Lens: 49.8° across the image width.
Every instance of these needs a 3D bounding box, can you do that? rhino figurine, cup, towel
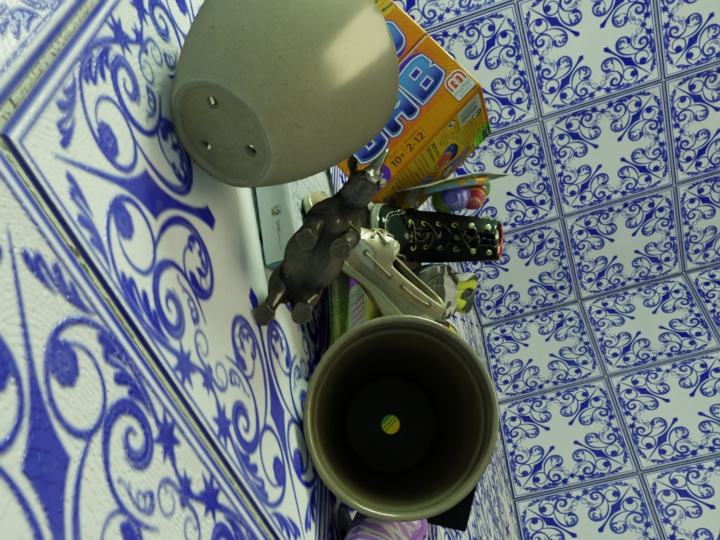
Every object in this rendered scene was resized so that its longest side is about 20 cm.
[{"bbox_3d":[-0.030,-0.035,0.743,0.059,0.201,0.088,32,19,-5],"label":"rhino figurine"},{"bbox_3d":[-0.083,-0.155,0.677,0.144,0.197,0.202,-54,134,-41],"label":"cup"},{"bbox_3d":[-0.006,0.043,0.959,0.200,0.022,0.146,-41,133,-68],"label":"towel"}]

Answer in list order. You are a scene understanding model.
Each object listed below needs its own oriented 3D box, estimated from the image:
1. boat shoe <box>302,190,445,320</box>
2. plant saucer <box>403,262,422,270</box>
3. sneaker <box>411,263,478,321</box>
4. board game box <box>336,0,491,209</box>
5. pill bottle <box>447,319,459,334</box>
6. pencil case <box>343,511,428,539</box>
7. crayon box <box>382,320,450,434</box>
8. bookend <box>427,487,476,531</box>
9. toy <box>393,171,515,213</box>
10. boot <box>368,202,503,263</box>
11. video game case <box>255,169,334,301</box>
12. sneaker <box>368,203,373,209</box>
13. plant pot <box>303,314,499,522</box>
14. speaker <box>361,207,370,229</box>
[{"bbox_3d":[0.016,-0.016,0.860,0.201,0.065,0.072,50,16,-7],"label":"boat shoe"},{"bbox_3d":[0.088,-0.028,1.311,0.200,0.035,0.204,-12,90,-84],"label":"plant saucer"},{"bbox_3d":[0.097,0.029,1.084,0.199,0.083,0.076,13,87,-62],"label":"sneaker"},{"bbox_3d":[0.039,-0.215,1.079,0.200,0.200,0.200,46,5,14],"label":"board game box"},{"bbox_3d":[0.132,0.180,1.412,0.201,0.112,0.116,-86,157,-60],"label":"pill bottle"},{"bbox_3d":[0.018,0.294,0.774,0.200,0.084,0.085,-43,119,-78],"label":"pencil case"},{"bbox_3d":[0.064,0.147,1.065,0.200,0.057,0.175,18,90,-77],"label":"crayon box"},{"bbox_3d":[0.140,0.255,1.207,0.200,0.090,0.202,-65,165,-74],"label":"bookend"},{"bbox_3d":[0.137,-0.103,1.054,0.199,0.113,0.048,-21,99,-64],"label":"toy"},{"bbox_3d":[0.099,-0.046,0.995,0.203,0.151,0.075,2,90,-72],"label":"boot"},{"bbox_3d":[-0.070,-0.073,0.916,0.200,0.045,0.185,43,35,-70],"label":"video game case"},{"bbox_3d":[0.012,-0.073,1.300,0.199,0.079,0.088,6,80,-70],"label":"sneaker"},{"bbox_3d":[0.039,0.163,0.850,0.174,0.196,0.204,96,-18,-77],"label":"plant pot"},{"bbox_3d":[0.000,0.000,1.083,0.081,0.080,0.203,-79,152,-66],"label":"speaker"}]
